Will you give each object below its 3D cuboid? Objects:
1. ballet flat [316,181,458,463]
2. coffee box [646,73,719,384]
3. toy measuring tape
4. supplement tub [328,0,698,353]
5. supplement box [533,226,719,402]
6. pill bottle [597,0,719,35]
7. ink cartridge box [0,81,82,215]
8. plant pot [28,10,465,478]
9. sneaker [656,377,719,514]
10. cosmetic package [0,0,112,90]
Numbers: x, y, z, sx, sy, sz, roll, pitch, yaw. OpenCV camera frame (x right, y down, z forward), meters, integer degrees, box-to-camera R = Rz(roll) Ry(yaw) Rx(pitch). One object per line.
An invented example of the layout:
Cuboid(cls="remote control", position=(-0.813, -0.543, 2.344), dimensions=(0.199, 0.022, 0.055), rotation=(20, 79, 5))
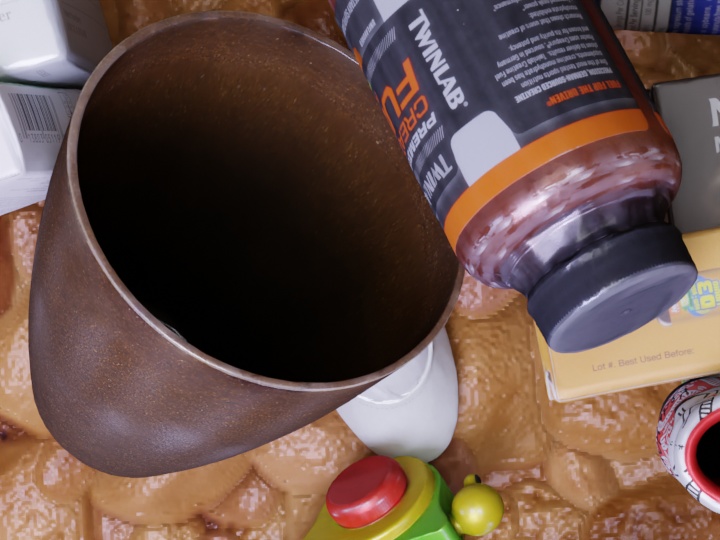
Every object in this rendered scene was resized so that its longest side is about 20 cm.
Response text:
Cuboid(cls="ballet flat", position=(0.000, 0.000, 1.192), dimensions=(0.069, 0.069, 0.200), rotation=(-13, 89, 4))
Cuboid(cls="coffee box", position=(0.204, 0.003, 1.170), dimensions=(0.114, 0.080, 0.201), rotation=(-8, 89, 5))
Cuboid(cls="toy measuring tape", position=(-0.017, 0.137, 1.202), dimensions=(0.200, 0.074, 0.074), rotation=(-21, 88, 24))
Cuboid(cls="supplement tub", position=(0.069, -0.067, 1.050), dimensions=(0.107, 0.107, 0.200), rotation=(-28, 69, 3))
Cuboid(cls="supplement box", position=(0.178, 0.010, 1.099), dimensions=(0.200, 0.069, 0.067), rotation=(-10, 88, 7))
Cuboid(cls="pill bottle", position=(0.137, -0.173, 1.157), dimensions=(0.199, 0.120, 0.120), rotation=(4, 90, 4))
Cuboid(cls="ink cartridge box", position=(-0.226, -0.034, 1.150), dimensions=(0.200, 0.161, 0.050), rotation=(-18, 89, 12))
Cuboid(cls="plant pot", position=(-0.078, 0.012, 1.126), dimensions=(0.187, 0.200, 0.187), rotation=(13, 57, -21))
Cuboid(cls="sneaker", position=(0.231, 0.086, 1.073), dimensions=(0.201, 0.108, 0.067), rotation=(6, 93, 5))
Cuboid(cls="cosmetic package", position=(-0.227, -0.166, 1.160), dimensions=(0.167, 0.166, 0.200), rotation=(-15, 89, 3))
